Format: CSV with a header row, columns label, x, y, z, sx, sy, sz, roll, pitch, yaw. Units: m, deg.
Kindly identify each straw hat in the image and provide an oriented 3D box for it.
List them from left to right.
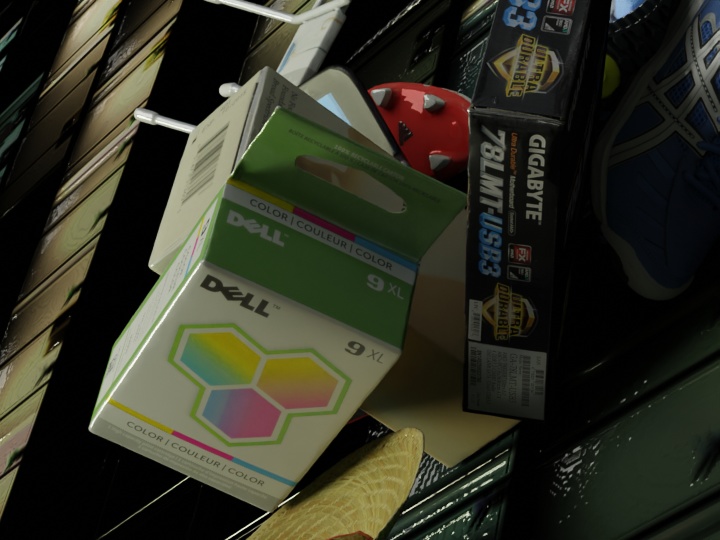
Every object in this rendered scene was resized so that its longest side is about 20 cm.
label,x,y,z,sx,sy,sz,roll,pitch,yaw
straw hat,-0.014,0.170,1.041,0.201,0.085,0.201,-43,8,8

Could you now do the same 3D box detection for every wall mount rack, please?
label,x,y,z,sx,sy,sz,roll,pitch,yaw
wall mount rack,-0.086,-0.161,1.734,0.174,0.074,0.200,-10,50,62

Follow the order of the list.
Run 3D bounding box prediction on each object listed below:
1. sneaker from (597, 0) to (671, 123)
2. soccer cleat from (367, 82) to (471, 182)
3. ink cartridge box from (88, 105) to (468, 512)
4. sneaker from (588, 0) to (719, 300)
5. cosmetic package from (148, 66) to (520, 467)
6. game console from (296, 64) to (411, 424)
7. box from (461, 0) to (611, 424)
label,x,y,z,sx,sy,sz,roll,pitch,yaw
sneaker,0.159,-0.138,1.208,0.200,0.066,0.079,-42,13,32
soccer cleat,0.006,-0.073,1.431,0.199,0.085,0.069,-14,82,37
ink cartridge box,-0.041,0.023,1.069,0.200,0.104,0.059,-52,18,43
sneaker,0.170,-0.081,1.072,0.077,0.076,0.201,4,70,59
cosmetic package,0.000,0.000,1.153,0.071,0.200,0.105,-36,30,39
game console,-0.045,0.004,1.357,0.200,0.119,0.173,-27,35,52
box,0.087,-0.065,1.087,0.199,0.049,0.200,91,-170,-46
